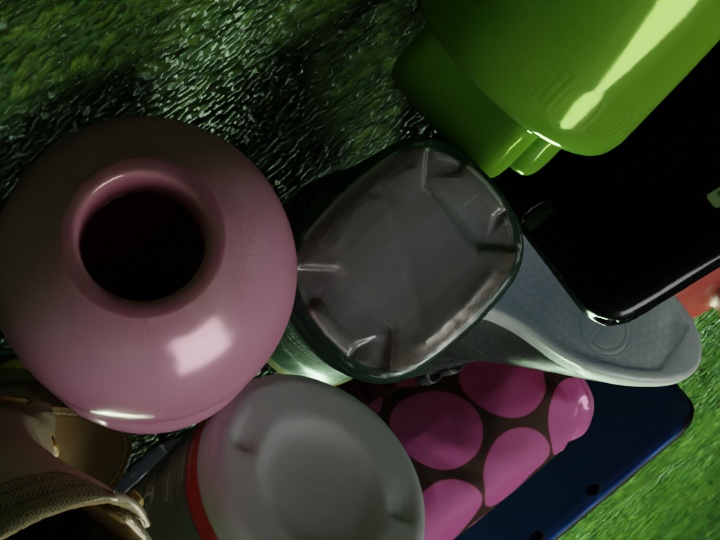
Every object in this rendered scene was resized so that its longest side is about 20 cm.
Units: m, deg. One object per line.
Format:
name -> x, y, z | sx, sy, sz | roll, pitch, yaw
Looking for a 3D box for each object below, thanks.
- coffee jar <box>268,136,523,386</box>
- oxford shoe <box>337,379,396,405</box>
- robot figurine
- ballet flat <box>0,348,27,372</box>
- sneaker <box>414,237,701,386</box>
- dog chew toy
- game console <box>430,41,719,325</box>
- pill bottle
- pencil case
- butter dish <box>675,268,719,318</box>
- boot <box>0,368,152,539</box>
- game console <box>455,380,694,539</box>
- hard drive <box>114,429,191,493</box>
coffee jar -> 0.000, 0.000, 1.351 | 0.104, 0.085, 0.200 | -43, -175, -11
oxford shoe -> -0.028, 0.084, 1.650 | 0.200, 0.075, 0.071 | -47, 128, -17
robot figurine -> 0.105, -0.131, 1.285 | 0.200, 0.116, 0.175 | -47, 161, 23
ballet flat -> -0.155, 0.104, 1.416 | 0.067, 0.067, 0.200 | -30, 160, -20
sneaker -> 0.073, 0.026, 1.554 | 0.099, 0.199, 0.071 | 124, -21, -62
dog chew toy -> -0.090, 0.013, 1.255 | 0.124, 0.125, 0.200 | -35, 170, -12
game console -> 0.145, -0.064, 1.425 | 0.199, 0.176, 0.117 | -31, 156, -13
pill bottle -> -0.067, 0.141, 1.360 | 0.114, 0.114, 0.200 | -21, 164, -43
pencil case -> 0.028, 0.101, 1.599 | 0.200, 0.094, 0.091 | -34, 165, -29
butter dish -> 0.173, -0.028, 1.615 | 0.200, 0.148, 0.200 | -46, 160, 19
boot -> -0.135, 0.096, 1.258 | 0.199, 0.155, 0.073 | 6, 102, -51
game console -> 0.117, 0.128, 1.923 | 0.200, 0.119, 0.171 | -39, 162, 2
hard drive -> -0.149, 0.161, 1.573 | 0.200, 0.042, 0.135 | -43, 174, 11
